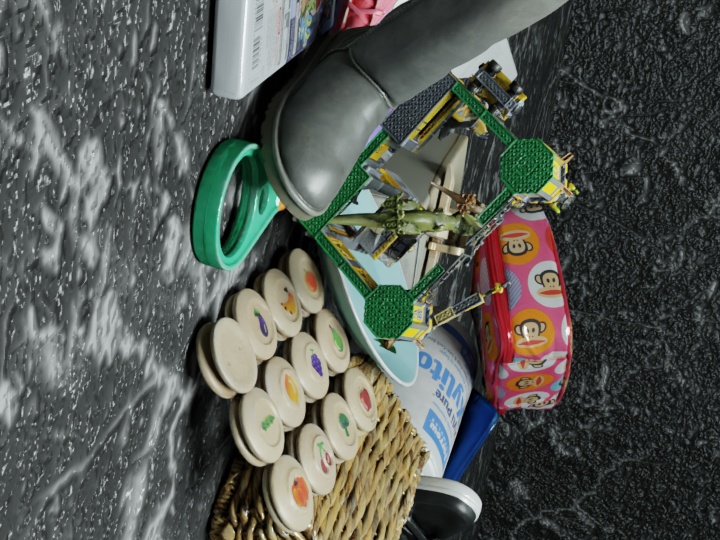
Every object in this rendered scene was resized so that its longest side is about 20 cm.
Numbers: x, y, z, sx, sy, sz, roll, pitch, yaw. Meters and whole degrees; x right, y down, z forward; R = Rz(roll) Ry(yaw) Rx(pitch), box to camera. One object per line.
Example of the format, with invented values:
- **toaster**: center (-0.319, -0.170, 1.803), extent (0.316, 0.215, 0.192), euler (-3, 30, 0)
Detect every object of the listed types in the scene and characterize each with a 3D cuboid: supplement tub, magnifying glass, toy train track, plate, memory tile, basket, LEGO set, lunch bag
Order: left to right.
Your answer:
- **magnifying glass**: center (-0.065, -0.048, 0.846), extent (0.200, 0.022, 0.080), euler (-33, 134, -75)
- **basket**: center (-0.057, 0.168, 1.008), extent (0.143, 0.148, 0.200), euler (58, 32, -22)
- **memory tile**: center (-0.044, 0.075, 0.893), extent (0.154, 0.017, 0.200), euler (66, 23, -11)
- **plate**: center (0.000, 0.000, 1.036), extent (0.200, 0.025, 0.202), euler (-20, 90, -75)
- **supplement tub**: center (0.029, 0.133, 1.211), extent (0.200, 0.131, 0.133), euler (-65, 163, -51)
- **LEGO set**: center (0.057, -0.045, 0.898), extent (0.201, 0.154, 0.116), euler (-54, 158, 9)
- **toy train track**: center (0.092, -0.036, 1.217), extent (0.200, 0.032, 0.116), euler (10, 91, -80)
- **lunch bag**: center (0.149, 0.028, 1.227), extent (0.200, 0.081, 0.177), euler (85, 0, -63)

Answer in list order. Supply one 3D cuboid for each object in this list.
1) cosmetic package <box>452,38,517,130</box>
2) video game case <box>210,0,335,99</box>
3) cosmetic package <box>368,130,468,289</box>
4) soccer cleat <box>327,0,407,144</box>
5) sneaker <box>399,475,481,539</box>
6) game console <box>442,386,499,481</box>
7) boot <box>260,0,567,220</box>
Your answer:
- **cosmetic package**: center (0.066, -0.192, 1.084), extent (0.071, 0.101, 0.200), euler (-49, 168, 4)
- **video game case**: center (-0.043, -0.223, 0.767), extent (0.182, 0.023, 0.201), euler (-55, 154, -62)
- **cosmetic package**: center (0.043, -0.058, 1.225), extent (0.200, 0.073, 0.104), euler (-58, 158, -61)
- **soccer cleat**: center (0.000, -0.167, 0.939), extent (0.076, 0.066, 0.202), euler (0, 101, -64)
- **sneaker**: center (0.008, 0.241, 1.083), extent (0.073, 0.199, 0.112), euler (48, 44, -32)
- **game console**: center (0.098, 0.220, 1.283), extent (0.200, 0.118, 0.172), euler (-134, -160, -81)
- **boot**: center (0.041, -0.130, 0.796), extent (0.073, 0.199, 0.183), euler (47, 41, -35)
